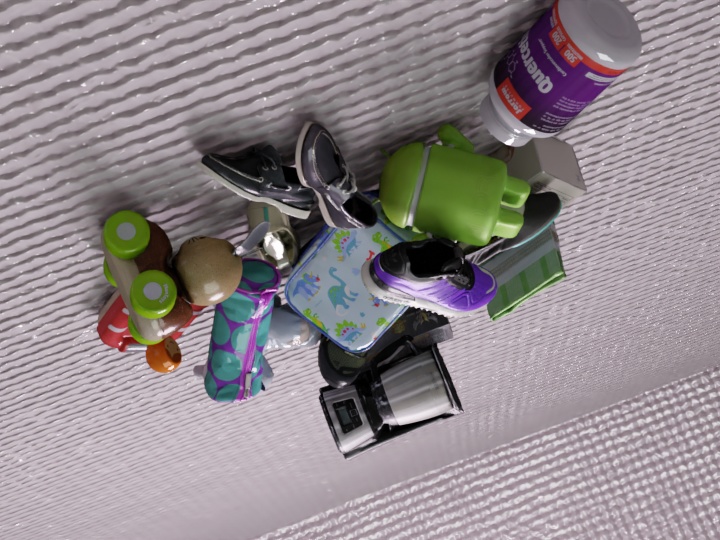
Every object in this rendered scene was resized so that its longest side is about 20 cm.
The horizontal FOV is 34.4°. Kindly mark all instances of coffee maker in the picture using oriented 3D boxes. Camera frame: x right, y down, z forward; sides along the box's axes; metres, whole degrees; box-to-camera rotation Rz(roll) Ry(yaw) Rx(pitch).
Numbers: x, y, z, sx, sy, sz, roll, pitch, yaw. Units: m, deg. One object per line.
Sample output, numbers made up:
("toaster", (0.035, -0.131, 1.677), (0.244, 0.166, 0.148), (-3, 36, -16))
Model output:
("coffee maker", (0.050, 0.209, 1.782), (0.200, 0.135, 0.192), (-22, 146, 3))

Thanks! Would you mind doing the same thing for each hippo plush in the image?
("hippo plush", (-0.158, 0.120, 1.725), (0.200, 0.159, 0.161), (10, 101, -57))

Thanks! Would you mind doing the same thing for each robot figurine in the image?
("robot figurine", (0.114, -0.100, 1.505), (0.199, 0.176, 0.116), (13, 170, 2))

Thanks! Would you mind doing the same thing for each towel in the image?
("towel", (0.231, -0.039, 1.713), (0.031, 0.200, 0.149), (22, 136, -35))

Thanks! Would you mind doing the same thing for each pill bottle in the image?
("pill bottle", (0.227, -0.233, 1.364), (0.112, 0.113, 0.200), (-4, 152, -37))

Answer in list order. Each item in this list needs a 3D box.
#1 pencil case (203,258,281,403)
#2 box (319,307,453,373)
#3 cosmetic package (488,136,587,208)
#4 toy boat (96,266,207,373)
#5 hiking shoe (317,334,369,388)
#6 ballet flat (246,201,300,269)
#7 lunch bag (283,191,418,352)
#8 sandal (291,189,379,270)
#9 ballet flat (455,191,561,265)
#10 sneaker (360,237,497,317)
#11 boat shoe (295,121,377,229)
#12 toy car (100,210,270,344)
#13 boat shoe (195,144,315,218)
("pencil case", (-0.161, 0.085, 1.594), (0.085, 0.092, 0.200), (-10, 127, -33))
("box", (0.027, 0.068, 1.835), (0.200, 0.159, 0.048), (-20, 144, 1))
("cosmetic package", (0.209, -0.108, 1.663), (0.103, 0.087, 0.200), (20, 138, -39))
("toy boat", (-0.279, 0.080, 1.620), (0.130, 0.131, 0.200), (0, 151, -34))
("hiking shoe", (-0.005, 0.075, 1.707), (0.076, 0.200, 0.101), (22, 153, -4))
("ballet flat", (-0.117, -0.037, 1.586), (0.069, 0.070, 0.200), (-20, 159, 0))
("lunch bag", (0.000, 0.000, 1.594), (0.200, 0.161, 0.082), (-49, -172, 28))
("sandal", (-0.017, -0.056, 1.646), (0.200, 0.075, 0.048), (-35, -166, 26))
("ballet flat", (0.181, -0.055, 1.594), (0.068, 0.068, 0.200), (29, 132, -34))
("sneaker", (0.108, 0.003, 1.460), (0.200, 0.070, 0.100), (7, 147, -33))
("boat shoe", (-0.025, -0.113, 1.430), (0.063, 0.073, 0.200), (15, 156, 23))
("toy car", (-0.210, -0.014, 1.456), (0.200, 0.158, 0.164), (-22, 170, -18))
("boat shoe", (-0.115, -0.118, 1.401), (0.199, 0.074, 0.066), (21, 105, -50))
